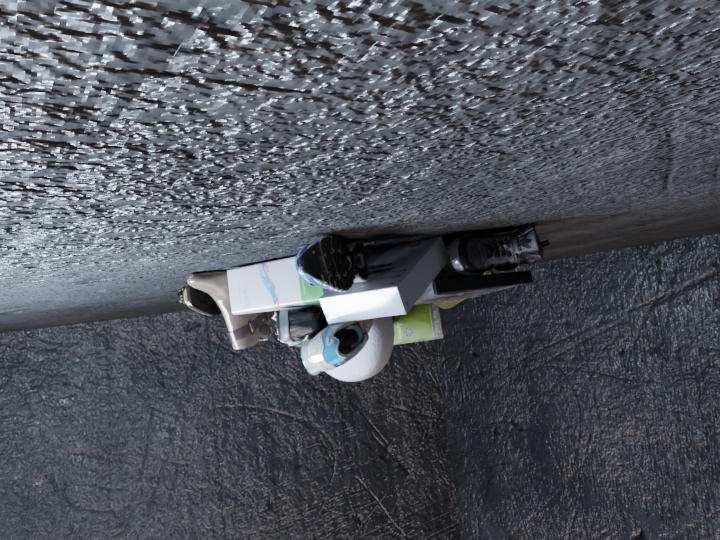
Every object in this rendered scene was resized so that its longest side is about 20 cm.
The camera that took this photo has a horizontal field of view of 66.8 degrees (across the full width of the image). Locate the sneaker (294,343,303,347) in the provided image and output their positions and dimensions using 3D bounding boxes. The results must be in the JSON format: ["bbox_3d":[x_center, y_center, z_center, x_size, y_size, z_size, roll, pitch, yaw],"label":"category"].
[{"bbox_3d":[-0.086,0.129,1.330,0.196,0.079,0.085,-18,173,-16],"label":"sneaker"}]

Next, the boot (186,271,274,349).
[{"bbox_3d":[-0.243,0.077,1.055,0.069,0.150,0.198,-8,177,37],"label":"boot"}]

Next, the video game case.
[{"bbox_3d":[0.184,0.036,1.012,0.196,0.026,0.180,-5,171,-20],"label":"video game case"}]

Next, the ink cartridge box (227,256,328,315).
[{"bbox_3d":[-0.120,0.025,0.993,0.196,0.089,0.145,-12,175,25],"label":"ink cartridge box"}]

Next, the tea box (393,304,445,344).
[{"bbox_3d":[0.106,0.077,1.376,0.192,0.205,0.134,-8,177,11],"label":"tea box"}]

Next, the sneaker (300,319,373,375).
[{"bbox_3d":[-0.017,0.105,0.920,0.080,0.077,0.200,-22,-167,34],"label":"sneaker"}]

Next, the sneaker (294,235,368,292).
[{"bbox_3d":[-0.053,-0.002,0.792,0.087,0.080,0.200,-11,176,16],"label":"sneaker"}]

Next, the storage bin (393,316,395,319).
[{"bbox_3d":[0.028,0.089,1.208,0.093,0.137,0.200,33,-148,7],"label":"storage bin"}]

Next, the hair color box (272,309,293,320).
[{"bbox_3d":[-0.153,0.091,1.216,0.198,0.065,0.109,32,163,-2],"label":"hair color box"}]

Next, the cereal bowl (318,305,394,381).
[{"bbox_3d":[-0.035,0.123,1.070,0.197,0.205,0.083,-10,-179,34],"label":"cereal bowl"}]

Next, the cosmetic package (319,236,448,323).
[{"bbox_3d":[0.044,0.013,0.909,0.148,0.053,0.200,-8,-160,32],"label":"cosmetic package"}]

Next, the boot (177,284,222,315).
[{"bbox_3d":[-0.342,0.055,1.128,0.135,0.079,0.200,-4,177,16],"label":"boot"}]

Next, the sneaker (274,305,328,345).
[{"bbox_3d":[-0.099,0.101,0.997,0.088,0.068,0.200,-5,173,-1],"label":"sneaker"}]

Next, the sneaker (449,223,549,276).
[{"bbox_3d":[0.247,-0.040,0.951,0.197,0.077,0.113,-4,168,-42],"label":"sneaker"}]

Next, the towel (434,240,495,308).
[{"bbox_3d":[0.183,0.015,1.110,0.148,0.037,0.199,-38,141,22],"label":"towel"}]
